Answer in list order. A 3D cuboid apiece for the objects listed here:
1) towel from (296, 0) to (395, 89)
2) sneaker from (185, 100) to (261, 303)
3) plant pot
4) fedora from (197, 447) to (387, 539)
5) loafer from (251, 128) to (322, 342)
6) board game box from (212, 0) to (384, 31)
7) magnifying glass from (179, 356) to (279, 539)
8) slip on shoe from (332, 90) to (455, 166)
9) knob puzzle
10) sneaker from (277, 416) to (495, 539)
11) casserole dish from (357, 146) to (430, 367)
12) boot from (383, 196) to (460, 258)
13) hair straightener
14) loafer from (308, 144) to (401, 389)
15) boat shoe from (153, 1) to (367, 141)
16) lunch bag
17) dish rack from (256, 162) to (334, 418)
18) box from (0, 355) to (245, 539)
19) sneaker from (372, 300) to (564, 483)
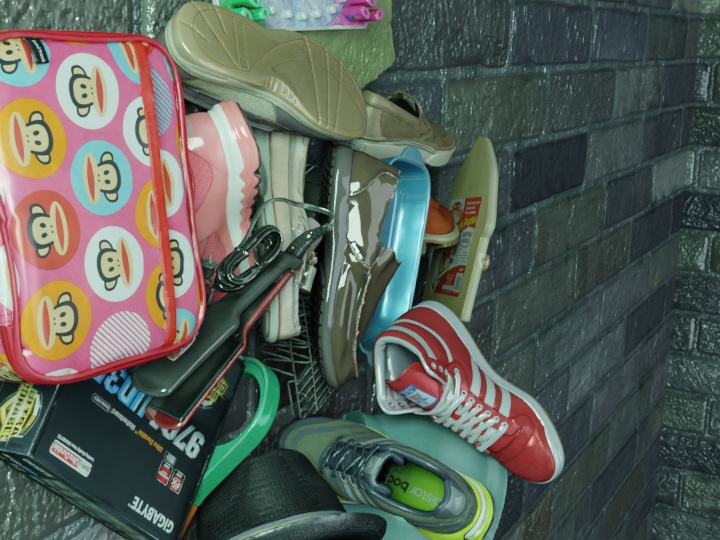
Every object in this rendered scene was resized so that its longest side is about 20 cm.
[{"bbox_3d":[-0.021,-0.223,1.037,0.200,0.036,0.149,-51,141,-49],"label":"towel"},{"bbox_3d":[-0.124,-0.035,0.857,0.087,0.074,0.200,-12,133,-18],"label":"sneaker"},{"bbox_3d":[0.021,0.214,1.093,0.134,0.200,0.200,32,60,-17],"label":"plant pot"},{"bbox_3d":[-0.076,0.201,0.937,0.201,0.200,0.092,36,31,-62],"label":"fedora"},{"bbox_3d":[-0.055,-0.045,0.911,0.072,0.063,0.200,137,-52,-70],"label":"loafer"},{"bbox_3d":[-0.050,-0.289,0.908,0.200,0.026,0.200,-19,106,-55],"label":"board game box"},{"bbox_3d":[-0.126,0.157,0.896,0.022,0.080,0.200,40,70,-41],"label":"magnifying glass"},{"bbox_3d":[0.042,-0.144,1.147,0.200,0.076,0.061,-8,121,-58],"label":"slip on shoe"},{"bbox_3d":[0.121,-0.046,1.267,0.220,0.030,0.220,-167,-90,-80],"label":"knob puzzle"},{"bbox_3d":[0.013,0.164,0.970,0.074,0.200,0.081,-66,151,-17],"label":"sneaker"},{"bbox_3d":[0.017,-0.014,1.050,0.121,0.039,0.200,7,92,-66],"label":"casserole dish"},{"bbox_3d":[0.049,-0.070,1.195,0.200,0.075,0.107,-13,95,-70],"label":"boot"},{"bbox_3d":[-0.084,0.016,0.805,0.200,0.041,0.077,-47,144,-27],"label":"hair straightener"},{"bbox_3d":[0.000,0.000,0.948,0.073,0.071,0.200,-134,-132,-76],"label":"loafer"},{"bbox_3d":[-0.075,-0.139,0.866,0.200,0.065,0.072,14,66,-48],"label":"boat shoe"},{"bbox_3d":[-0.163,-0.039,0.689,0.176,0.082,0.200,-13,98,-53],"label":"lunch bag"},{"bbox_3d":[-0.046,0.023,1.038,0.153,0.055,0.200,-48,141,-48],"label":"dish rack"},{"bbox_3d":[-0.163,0.088,0.812,0.200,0.046,0.159,58,46,-54],"label":"box"},{"bbox_3d":[0.089,0.121,1.028,0.071,0.200,0.112,-48,167,31],"label":"sneaker"}]
